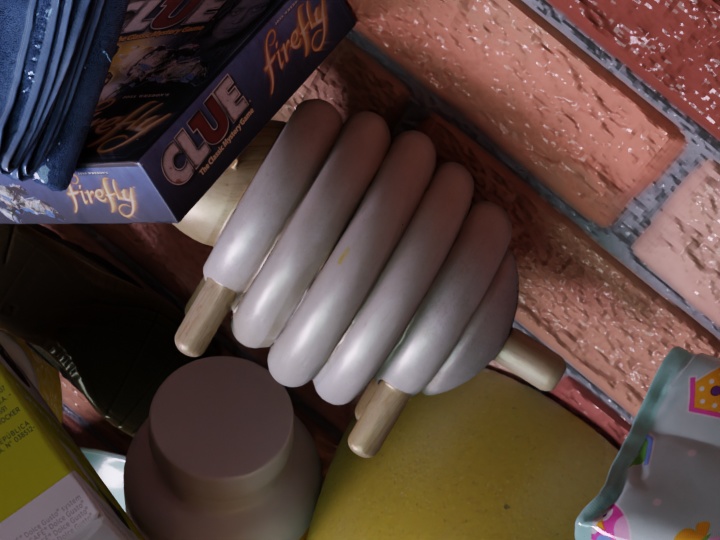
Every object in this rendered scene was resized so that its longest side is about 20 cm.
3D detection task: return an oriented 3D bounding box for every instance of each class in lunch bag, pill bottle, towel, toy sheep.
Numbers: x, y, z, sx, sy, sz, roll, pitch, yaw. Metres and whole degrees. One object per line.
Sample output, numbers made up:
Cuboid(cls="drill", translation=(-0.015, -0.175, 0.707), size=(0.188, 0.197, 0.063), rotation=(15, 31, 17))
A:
Cuboid(cls="lunch bag", translation=(0.199, 0.145, 1.122), size=(0.169, 0.122, 0.200), rotation=(19, 151, 28))
Cuboid(cls="pill bottle", translation=(-0.071, 0.131, 1.368), size=(0.104, 0.104, 0.201), rotation=(29, 149, 18))
Cuboid(cls="towel", translation=(-0.135, -0.142, 1.066), size=(0.111, 0.048, 0.201), rotation=(31, 110, 42))
Cuboid(cls="toy sheep", translation=(0.000, 0.000, 1.143), size=(0.199, 0.138, 0.138), rotation=(29, 150, -7))

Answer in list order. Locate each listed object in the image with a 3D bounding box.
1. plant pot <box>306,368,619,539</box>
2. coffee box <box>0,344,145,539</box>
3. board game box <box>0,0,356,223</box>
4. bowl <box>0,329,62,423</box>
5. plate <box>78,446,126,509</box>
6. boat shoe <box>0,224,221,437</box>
Cuboid(cls="plant pot", translation=(0.046, 0.164, 1.290), size=(0.199, 0.142, 0.201), rotation=(28, 147, 20))
Cuboid(cls="coffee box", translation=(-0.223, 0.131, 1.230), size=(0.198, 0.199, 0.200), rotation=(51, 174, 26))
Cuboid(cls="board game box", translation=(-0.113, -0.076, 1.161), size=(0.199, 0.136, 0.035), rotation=(0, 132, 47))
Cuboid(cls="bowl", translation=(-0.235, 0.074, 1.426), size=(0.107, 0.200, 0.201), rotation=(-10, 124, 51))
Cuboid(cls="plate", translation=(-0.131, 0.175, 1.570), size=(0.199, 0.026, 0.201), rotation=(17, 146, 11))
Cuboid(cls="boat shoe", translation=(-0.146, 0.025, 1.402), size=(0.200, 0.072, 0.066), rotation=(35, -171, -20))
